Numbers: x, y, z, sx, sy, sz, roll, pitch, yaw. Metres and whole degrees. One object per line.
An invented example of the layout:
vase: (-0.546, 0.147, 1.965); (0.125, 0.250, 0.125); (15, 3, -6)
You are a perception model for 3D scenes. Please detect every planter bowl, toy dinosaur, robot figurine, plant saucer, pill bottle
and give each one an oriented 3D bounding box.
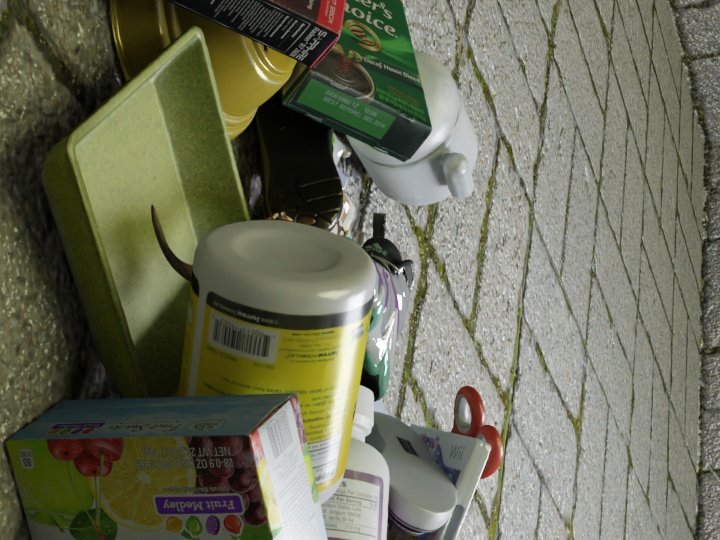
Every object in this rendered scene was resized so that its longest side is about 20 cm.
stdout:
planter bowl: (-0.098, -0.185, 1.007); (0.200, 0.083, 0.202); (-5, 90, -68)
toy dinosaur: (-0.090, 0.006, 0.916); (0.107, 0.060, 0.200); (61, 20, 2)
robot figurine: (0.047, -0.135, 1.292); (0.113, 0.169, 0.200); (-46, 154, -4)
plant saucer: (-0.140, -0.034, 0.901); (0.200, 0.048, 0.201); (-60, 143, -56)
pill bottle: (-0.058, 0.079, 0.850); (0.112, 0.112, 0.201); (-42, 145, -63)
pill bottle: (-0.035, 0.183, 0.970); (0.112, 0.111, 0.202); (40, 48, -60)

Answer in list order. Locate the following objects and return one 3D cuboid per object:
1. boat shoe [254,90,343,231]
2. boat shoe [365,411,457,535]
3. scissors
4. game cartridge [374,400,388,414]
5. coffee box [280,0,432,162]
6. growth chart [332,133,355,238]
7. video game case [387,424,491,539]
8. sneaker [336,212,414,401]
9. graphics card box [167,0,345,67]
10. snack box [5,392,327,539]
boat shoe: (-0.056, -0.098, 1.122); (0.074, 0.075, 0.201); (109, -17, -56)
boat shoe: (0.028, 0.171, 1.083); (0.057, 0.068, 0.200); (-64, -169, 9)
scissors: (0.079, 0.165, 1.185); (0.200, 0.014, 0.074); (117, -45, -58)
game cartridge: (0.007, 0.207, 1.238); (0.133, 0.041, 0.201); (-64, 143, -58)
coffee box: (-0.012, -0.187, 1.124); (0.122, 0.044, 0.201); (23, 36, -26)
growth chart: (-0.033, -0.039, 1.220); (0.145, 0.018, 0.202); (25, 63, -66)
video game case: (0.036, 0.227, 1.114); (0.018, 0.143, 0.201); (25, 80, -17)
sneaker: (0.000, 0.000, 1.110); (0.201, 0.077, 0.141); (85, 20, -54)
graphics card box: (-0.098, -0.235, 0.922); (0.199, 0.051, 0.126); (22, 59, -22)
snack box: (-0.102, 0.177, 0.799); (0.068, 0.168, 0.201); (-39, 120, -60)
